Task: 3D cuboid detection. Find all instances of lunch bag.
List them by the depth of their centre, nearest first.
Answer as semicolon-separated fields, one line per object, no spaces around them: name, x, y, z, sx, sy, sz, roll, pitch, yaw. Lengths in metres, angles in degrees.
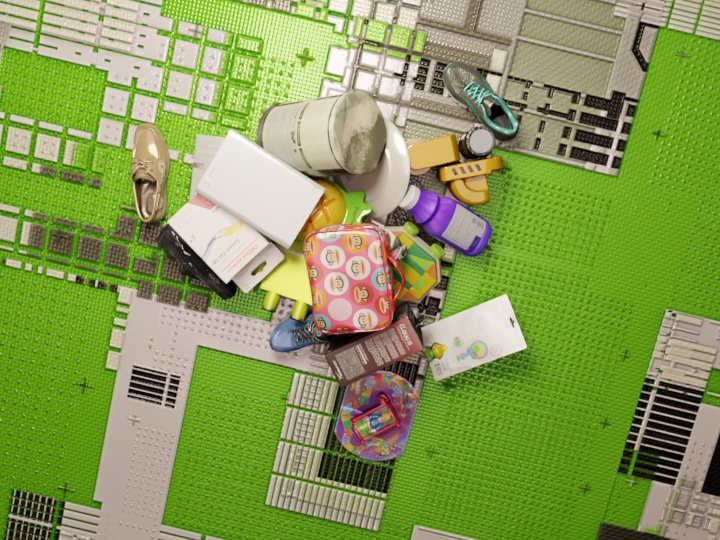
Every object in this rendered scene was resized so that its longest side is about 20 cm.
lunch bag;-0.006;0.013;1.178;0.175;0.082;0.201;-4;100;10

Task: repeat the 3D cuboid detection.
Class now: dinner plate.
dinner plate;0.011;-0.200;1.243;0.200;0.024;0.201;12;108;42

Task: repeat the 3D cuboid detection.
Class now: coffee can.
coffee can;-0.074;-0.247;1.193;0.199;0.146;0.147;5;100;41

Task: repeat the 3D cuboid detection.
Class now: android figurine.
android figurine;-0.126;-0.002;1.305;0.181;0.041;0.201;16;80;7

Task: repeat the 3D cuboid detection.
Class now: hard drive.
hard drive;-0.182;-0.147;1.175;0.200;0.026;0.132;32;96;-8

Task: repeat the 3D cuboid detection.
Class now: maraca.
maraca;-0.076;-0.114;1.249;0.199;0.107;0.138;12;83;16

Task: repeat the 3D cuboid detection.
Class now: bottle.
bottle;0.164;-0.100;1.255;0.199;0.065;0.084;26;89;-27

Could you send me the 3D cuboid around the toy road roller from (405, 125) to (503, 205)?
toy road roller;0.177;-0.193;1.249;0.199;0.123;0.147;-10;97;3

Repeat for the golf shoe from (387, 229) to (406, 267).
golf shoe;0.000;0.000;1.259;0.088;0.077;0.200;45;103;1

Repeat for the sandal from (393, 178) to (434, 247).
sandal;0.110;-0.089;1.309;0.075;0.048;0.201;-12;109;2

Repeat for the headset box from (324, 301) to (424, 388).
headset box;0.040;0.140;1.281;0.199;0.149;0.075;-26;96;8

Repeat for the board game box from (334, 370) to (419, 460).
board game box;0.034;0.313;1.360;0.157;0.039;0.201;16;97;0

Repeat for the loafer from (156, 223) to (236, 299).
loafer;-0.336;-0.013;1.321;0.070;0.068;0.201;-43;89;14

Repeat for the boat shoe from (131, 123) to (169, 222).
boat shoe;-0.426;-0.197;1.298;0.071;0.065;0.201;-4;97;2

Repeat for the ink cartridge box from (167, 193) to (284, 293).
ink cartridge box;-0.251;-0.059;1.228;0.116;0.068;0.200;-43;98;2

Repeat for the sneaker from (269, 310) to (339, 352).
sneaker;-0.096;0.116;1.315;0.199;0.089;0.079;-22;95;4

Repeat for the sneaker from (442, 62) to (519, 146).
sneaker;0.241;-0.329;1.246;0.200;0.091;0.078;44;96;-4

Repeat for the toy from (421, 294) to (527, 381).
toy;0.229;0.141;1.322;0.199;0.047;0.116;-22;72;14

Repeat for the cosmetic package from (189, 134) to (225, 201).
cosmetic package;-0.282;-0.163;1.288;0.106;0.090;0.201;6;95;-2

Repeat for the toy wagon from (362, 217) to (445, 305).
toy wagon;0.066;-0.026;1.291;0.200;0.040;0.155;40;117;-3
